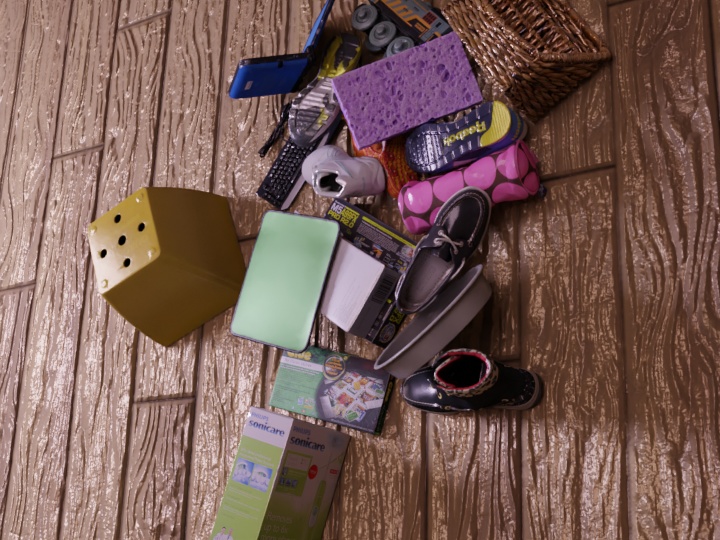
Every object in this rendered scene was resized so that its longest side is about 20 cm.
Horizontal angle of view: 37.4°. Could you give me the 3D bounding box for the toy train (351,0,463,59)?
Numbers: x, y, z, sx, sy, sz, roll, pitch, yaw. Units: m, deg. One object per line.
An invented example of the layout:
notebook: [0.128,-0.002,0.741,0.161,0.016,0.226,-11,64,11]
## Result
toy train: [0.071,-0.372,1.650,0.114,0.085,0.200,-41,53,1]

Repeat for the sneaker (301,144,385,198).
sneaker: [-0.046,-0.148,1.615,0.200,0.080,0.071,17,119,57]

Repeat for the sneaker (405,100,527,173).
sneaker: [0.152,-0.184,1.532,0.199,0.082,0.074,-12,82,41]

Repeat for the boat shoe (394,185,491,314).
boat shoe: [0.110,-0.024,1.451,0.074,0.060,0.200,37,109,2]

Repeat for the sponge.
sponge: [0.068,-0.264,1.562,0.199,0.030,0.112,-21,90,1]

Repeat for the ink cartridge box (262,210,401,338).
ink cartridge box: [-0.045,0.003,1.556,0.200,0.050,0.109,33,95,38]

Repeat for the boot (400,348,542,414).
boot: [0.117,0.141,1.387,0.202,0.154,0.074,-4,73,32]

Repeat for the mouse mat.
mouse mat: [-0.112,0.013,1.564,0.160,0.008,0.201,12,82,39]

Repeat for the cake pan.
cake pan: [0.101,0.073,1.418,0.200,0.200,0.037,-43,92,14]

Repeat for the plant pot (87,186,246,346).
plant pot: [-0.327,-0.024,1.731,0.199,0.176,0.201,-31,58,21]

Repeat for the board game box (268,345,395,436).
board game box: [-0.043,0.171,1.568,0.199,0.023,0.105,10,82,35]

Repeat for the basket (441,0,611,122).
basket: [0.225,-0.340,1.489,0.149,0.143,0.201,-39,57,17]

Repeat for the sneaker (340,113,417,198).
sneaker: [0.030,-0.183,1.626,0.077,0.073,0.201,-51,48,39]

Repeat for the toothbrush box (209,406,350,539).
toothbrush box: [-0.111,0.307,1.490,0.086,0.145,0.201,9,79,36]

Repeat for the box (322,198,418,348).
box: [0.000,0.000,1.585,0.200,0.044,0.161,31,92,37]

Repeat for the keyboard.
keyboard: [-0.114,-0.207,1.749,0.127,0.021,0.201,33,93,37]

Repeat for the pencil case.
pencil case: [0.154,-0.115,1.497,0.199,0.091,0.094,-17,25,29]

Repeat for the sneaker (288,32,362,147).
sneaker: [-0.043,-0.272,1.673,0.074,0.085,0.201,22,74,24]

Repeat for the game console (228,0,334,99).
game console: [-0.126,-0.358,1.692,0.170,0.200,0.119,-8,86,-13]
